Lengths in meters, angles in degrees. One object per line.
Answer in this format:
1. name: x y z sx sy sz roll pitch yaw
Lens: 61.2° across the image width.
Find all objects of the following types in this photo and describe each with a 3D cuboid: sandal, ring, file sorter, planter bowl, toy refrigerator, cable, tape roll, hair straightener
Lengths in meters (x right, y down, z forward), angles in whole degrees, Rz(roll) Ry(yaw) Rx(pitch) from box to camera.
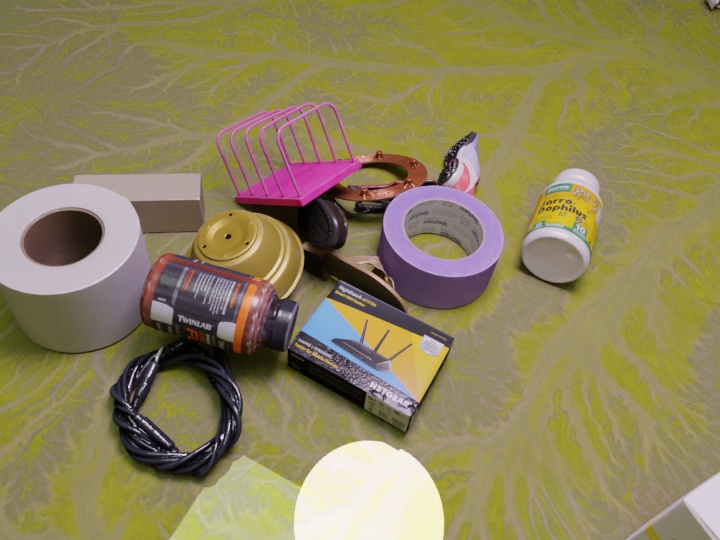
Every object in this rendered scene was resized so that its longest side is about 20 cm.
1. sandal: 0.000 -0.004 0.965 0.210 0.078 0.070 27 53 22
2. ring: 0.022 -0.176 1.100 0.198 0.019 0.201 -4 33 3
3. file sorter: -0.127 -0.197 1.014 0.139 0.126 0.199 -38 29 -32
4. planter bowl: -0.191 -0.030 0.925 0.198 0.084 0.202 -4 56 6
5. toy refrigerator: -0.361 -0.112 1.003 0.198 0.076 0.070 -3 51 -10
6. cable: -0.240 0.177 0.800 0.162 0.051 0.201 -14 55 -18
7. tape roll: -0.405 -0.004 0.867 0.200 0.140 0.204 4 50 -5
8. hair straightener: 0.044 -0.130 1.095 0.198 0.041 0.078 2 50 -6
9. tape roll: 0.129 -0.042 1.008 0.198 0.085 0.201 4 50 -5

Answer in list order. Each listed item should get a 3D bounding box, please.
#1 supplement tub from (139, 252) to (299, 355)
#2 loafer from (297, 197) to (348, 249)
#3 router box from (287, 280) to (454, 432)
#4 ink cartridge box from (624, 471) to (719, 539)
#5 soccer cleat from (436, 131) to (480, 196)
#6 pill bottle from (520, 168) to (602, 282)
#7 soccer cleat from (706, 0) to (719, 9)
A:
1. supplement tub: -0.187 0.051 0.830 0.198 0.107 0.108 16 50 1
2. loafer: -0.049 -0.082 0.981 0.071 0.074 0.200 7 17 -19
3. router box: 0.015 0.118 0.881 0.199 0.051 0.150 26 52 15
4. ink cartridge box: 0.392 0.298 0.691 0.144 0.201 0.084 -20 56 -23
5. soccer cleat: 0.201 -0.197 1.167 0.073 0.068 0.201 43 39 -15
6. pill bottle: 0.356 -0.085 1.056 0.112 0.113 0.201 23 52 11
7. soccer cleat: 1.099 -0.780 1.765 0.198 0.070 0.087 3 66 -2
